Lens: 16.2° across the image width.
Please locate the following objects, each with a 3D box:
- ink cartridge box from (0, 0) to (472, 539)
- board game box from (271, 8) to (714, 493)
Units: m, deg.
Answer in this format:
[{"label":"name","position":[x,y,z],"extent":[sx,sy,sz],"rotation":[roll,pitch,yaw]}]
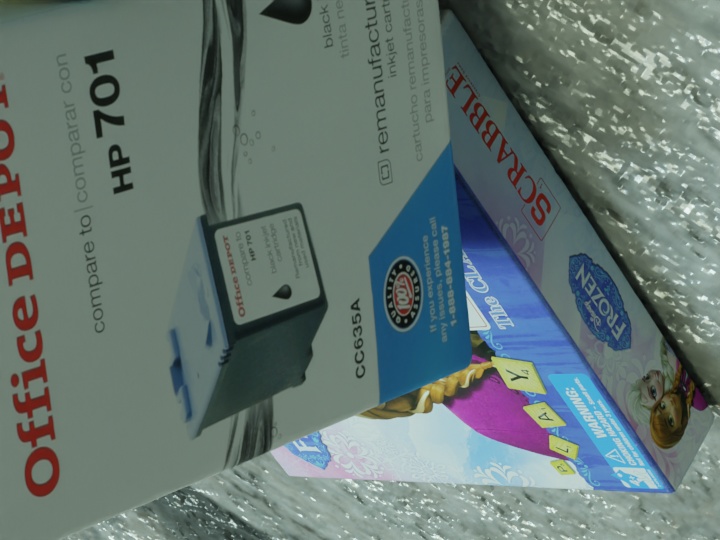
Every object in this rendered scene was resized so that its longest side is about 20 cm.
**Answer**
[{"label":"ink cartridge box","position":[-0.066,-0.016,0.743],"extent":[0.086,0.199,0.148],"rotation":[7,109,42]},{"label":"board game box","position":[0.000,0.000,0.924],"extent":[0.199,0.041,0.200],"rotation":[-2,134,44]}]
